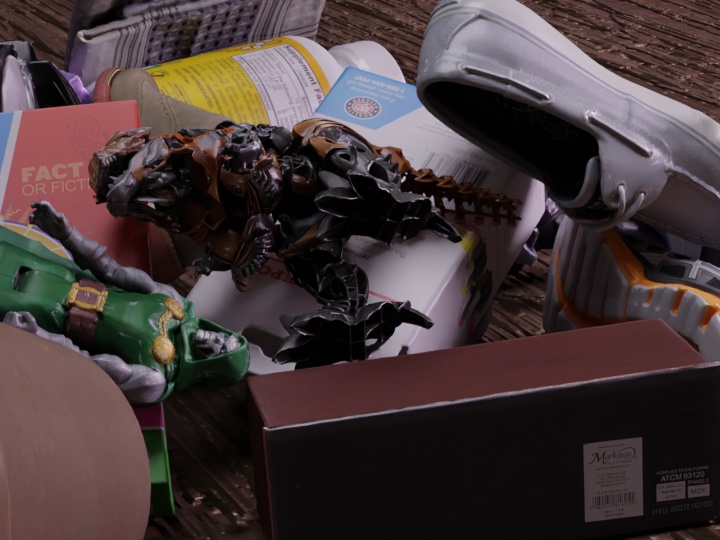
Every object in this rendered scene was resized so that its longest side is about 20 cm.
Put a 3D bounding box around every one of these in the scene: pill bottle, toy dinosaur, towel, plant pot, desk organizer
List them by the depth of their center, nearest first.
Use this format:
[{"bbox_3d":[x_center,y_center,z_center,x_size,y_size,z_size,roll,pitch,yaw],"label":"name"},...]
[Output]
[{"bbox_3d":[-0.174,0.089,0.819,0.199,0.202,0.174,8,3,32],"label":"plant pot"},{"bbox_3d":[0.053,0.075,0.939,0.198,0.072,0.077,-8,17,-9],"label":"desk organizer"},{"bbox_3d":[-0.019,-0.035,0.994,0.198,0.103,0.136,-17,36,-12],"label":"toy dinosaur"},{"bbox_3d":[-0.070,-0.086,1.366,0.199,0.114,0.113,-16,22,-29],"label":"pill bottle"},{"bbox_3d":[-0.108,-0.126,1.406,0.191,0.201,0.035,-14,53,-28],"label":"towel"}]

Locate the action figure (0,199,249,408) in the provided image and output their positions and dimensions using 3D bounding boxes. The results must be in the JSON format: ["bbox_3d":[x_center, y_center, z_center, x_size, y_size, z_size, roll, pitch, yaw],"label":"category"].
[{"bbox_3d":[-0.143,0.013,0.941,0.198,0.055,0.119,17,49,-8],"label":"action figure"}]

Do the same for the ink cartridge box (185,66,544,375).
[{"bbox_3d":[0.000,0.000,1.073,0.114,0.068,0.201,19,53,21],"label":"ink cartridge box"}]

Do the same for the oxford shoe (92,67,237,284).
[{"bbox_3d":[-0.097,-0.059,1.161,0.074,0.071,0.200,-22,35,-1],"label":"oxford shoe"}]

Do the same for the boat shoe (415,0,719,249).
[{"bbox_3d":[0.110,-0.055,1.050,0.200,0.070,0.072,31,54,-12],"label":"boat shoe"}]

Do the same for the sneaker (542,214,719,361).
[{"bbox_3d":[0.153,0.025,1.073,0.077,0.079,0.200,2,19,-25],"label":"sneaker"}]

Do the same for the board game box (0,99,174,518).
[{"bbox_3d":[-0.169,0.022,0.999,0.152,0.040,0.202,-6,62,-4],"label":"board game box"}]

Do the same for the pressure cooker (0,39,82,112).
[{"bbox_3d":[-0.232,-0.030,1.144,0.198,0.177,0.179,-8,21,0],"label":"pressure cooker"}]

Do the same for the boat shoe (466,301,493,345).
[{"bbox_3d":[-0.009,-0.005,1.184,0.198,0.074,0.068,21,-11,25],"label":"boat shoe"}]

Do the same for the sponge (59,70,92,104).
[{"bbox_3d":[-0.261,-0.054,1.314,0.200,0.030,0.111,-42,31,-17],"label":"sponge"}]

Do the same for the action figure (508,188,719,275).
[{"bbox_3d":[0.122,-0.029,1.232,0.198,0.070,0.130,-3,24,13],"label":"action figure"}]
